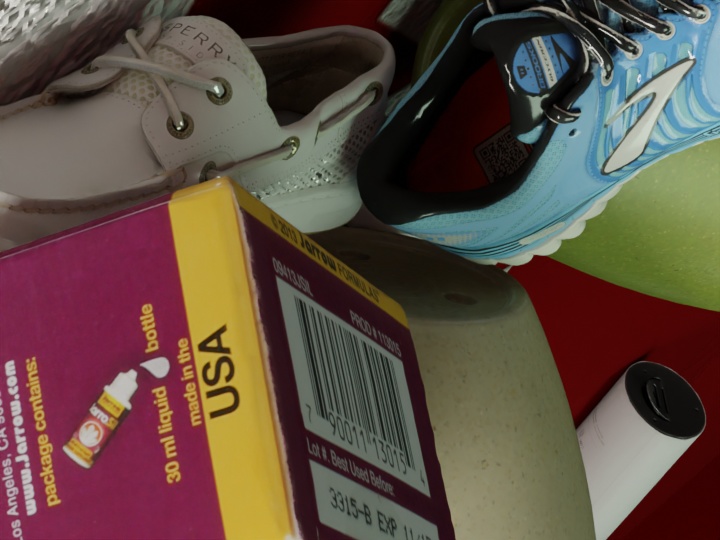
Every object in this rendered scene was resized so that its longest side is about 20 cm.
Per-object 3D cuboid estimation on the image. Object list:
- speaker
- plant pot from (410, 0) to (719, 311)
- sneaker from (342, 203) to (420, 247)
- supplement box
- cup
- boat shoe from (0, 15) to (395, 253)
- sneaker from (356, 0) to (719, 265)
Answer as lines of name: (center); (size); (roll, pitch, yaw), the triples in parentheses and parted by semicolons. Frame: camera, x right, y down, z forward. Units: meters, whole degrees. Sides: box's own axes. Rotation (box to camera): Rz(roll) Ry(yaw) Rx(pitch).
speaker: (0.199, 0.165, 2.065); (0.081, 0.081, 0.200); (-27, 158, -49)
plant pot: (0.118, -0.069, 0.980); (0.199, 0.188, 0.187); (-3, 140, -49)
sneaker: (0.000, 0.000, 0.986); (0.099, 0.071, 0.200); (-49, 176, 9)
supplement box: (-0.089, 0.067, 0.690); (0.199, 0.104, 0.131); (-18, 159, 18)
cup: (-0.004, 0.068, 0.851); (0.200, 0.199, 0.144); (-20, 124, -59)
boat shoe: (-0.058, -0.045, 0.744); (0.200, 0.071, 0.070); (-19, 139, -56)
sneaker: (0.079, -0.065, 0.764); (0.200, 0.079, 0.090); (-41, 161, 27)
